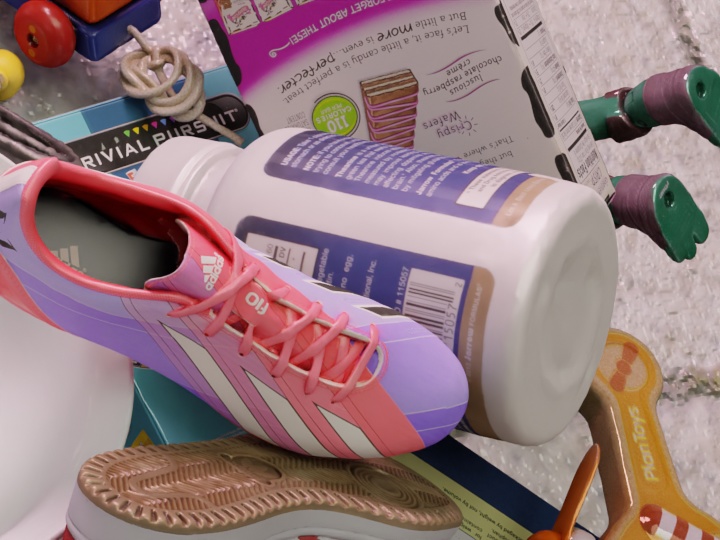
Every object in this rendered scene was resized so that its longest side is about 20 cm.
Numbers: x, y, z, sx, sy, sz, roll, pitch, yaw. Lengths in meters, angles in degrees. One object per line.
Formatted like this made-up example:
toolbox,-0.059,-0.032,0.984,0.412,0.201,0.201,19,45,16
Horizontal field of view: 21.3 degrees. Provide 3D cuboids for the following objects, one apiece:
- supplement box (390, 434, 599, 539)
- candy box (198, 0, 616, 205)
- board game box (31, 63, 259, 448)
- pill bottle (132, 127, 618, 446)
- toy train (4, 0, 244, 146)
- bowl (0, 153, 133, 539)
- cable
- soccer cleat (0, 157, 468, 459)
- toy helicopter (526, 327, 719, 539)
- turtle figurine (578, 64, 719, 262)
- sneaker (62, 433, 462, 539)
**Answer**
supplement box,0.032,0.210,0.836,0.200,0.134,0.200,35,52,-12
candy box,0.016,-0.096,0.885,0.200,0.136,0.061,67,25,-9
board game box,-0.074,0.009,0.926,0.151,0.047,0.200,-22,79,-38
pill bottle,0.000,0.000,0.822,0.200,0.111,0.111,13,47,26
toy train,-0.120,-0.155,0.899,0.200,0.116,0.085,35,50,17
bowl,-0.192,0.040,0.704,0.201,0.090,0.201,20,48,-24
cable,-0.177,-0.087,0.838,0.097,0.200,0.050,28,92,-28
soccer cleat,-0.045,0.016,0.698,0.200,0.076,0.067,25,69,-13
toy helicopter,0.117,0.111,0.824,0.132,0.079,0.200,5,52,-21
turtle figurine,0.090,-0.050,0.982,0.101,0.200,0.150,15,78,-43
sneaker,-0.046,0.125,0.721,0.071,0.113,0.200,31,16,36
